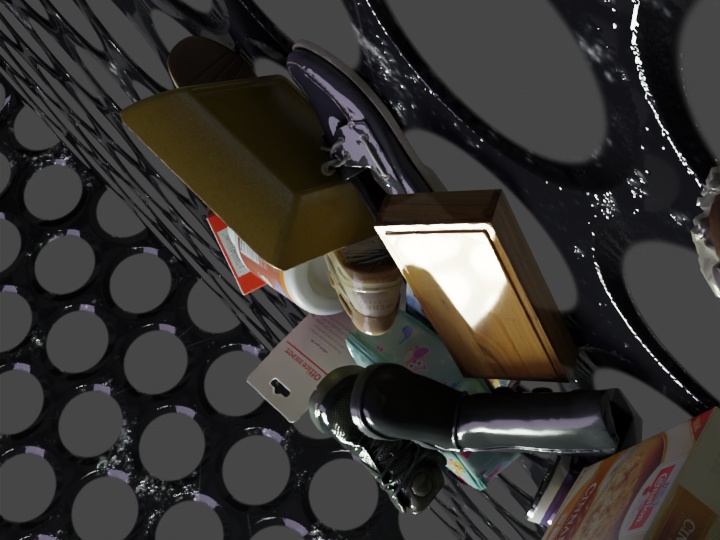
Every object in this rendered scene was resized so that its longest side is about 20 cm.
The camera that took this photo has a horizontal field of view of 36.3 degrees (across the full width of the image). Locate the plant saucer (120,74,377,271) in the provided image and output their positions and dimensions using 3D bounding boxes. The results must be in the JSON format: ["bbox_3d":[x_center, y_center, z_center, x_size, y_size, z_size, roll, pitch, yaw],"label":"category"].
[{"bbox_3d":[-0.070,-0.102,0.940,0.200,0.049,0.199,43,-149,16],"label":"plant saucer"}]

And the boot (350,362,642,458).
[{"bbox_3d":[0.114,0.120,0.905,0.198,0.066,0.164,1,167,37],"label":"boot"}]

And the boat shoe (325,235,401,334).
[{"bbox_3d":[0.000,0.000,1.006,0.200,0.070,0.065,-97,5,-72],"label":"boat shoe"}]

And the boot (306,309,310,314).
[{"bbox_3d":[-0.094,-0.032,1.444,0.201,0.068,0.188,53,179,-3],"label":"boot"}]

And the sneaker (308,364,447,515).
[{"bbox_3d":[0.024,0.165,1.064,0.114,0.076,0.200,37,168,36],"label":"sneaker"}]

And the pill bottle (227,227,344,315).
[{"bbox_3d":[-0.075,-0.031,1.245,0.112,0.112,0.200,54,167,-32],"label":"pill bottle"}]

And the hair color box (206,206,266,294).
[{"bbox_3d":[-0.154,-0.046,1.456,0.112,0.063,0.200,65,176,-12],"label":"hair color box"}]

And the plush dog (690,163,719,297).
[{"bbox_3d":[0.213,0.036,0.440,0.172,0.159,0.202,-99,-6,-86],"label":"plush dog"}]

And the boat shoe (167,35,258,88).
[{"bbox_3d":[-0.112,-0.149,1.085,0.200,0.071,0.065,44,168,8],"label":"boat shoe"}]

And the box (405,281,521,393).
[{"bbox_3d":[0.104,0.054,1.064,0.137,0.038,0.200,44,168,14],"label":"box"}]

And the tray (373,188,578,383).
[{"bbox_3d":[0.095,0.018,0.868,0.098,0.037,0.201,0,142,32],"label":"tray"}]

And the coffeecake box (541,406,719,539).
[{"bbox_3d":[0.199,0.202,0.795,0.073,0.154,0.200,38,153,1],"label":"coffeecake box"}]

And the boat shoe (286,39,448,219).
[{"bbox_3d":[0.001,-0.093,0.878,0.200,0.063,0.073,50,168,-13],"label":"boat shoe"}]

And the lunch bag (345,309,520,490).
[{"bbox_3d":[0.074,0.132,1.145,0.160,0.077,0.201,31,160,51],"label":"lunch bag"}]

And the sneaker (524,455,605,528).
[{"bbox_3d":[0.209,0.208,1.005,0.087,0.076,0.200,29,-166,12],"label":"sneaker"}]

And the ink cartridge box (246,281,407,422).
[{"bbox_3d":[-0.018,0.094,1.238,0.115,0.200,0.068,33,163,49],"label":"ink cartridge box"}]
